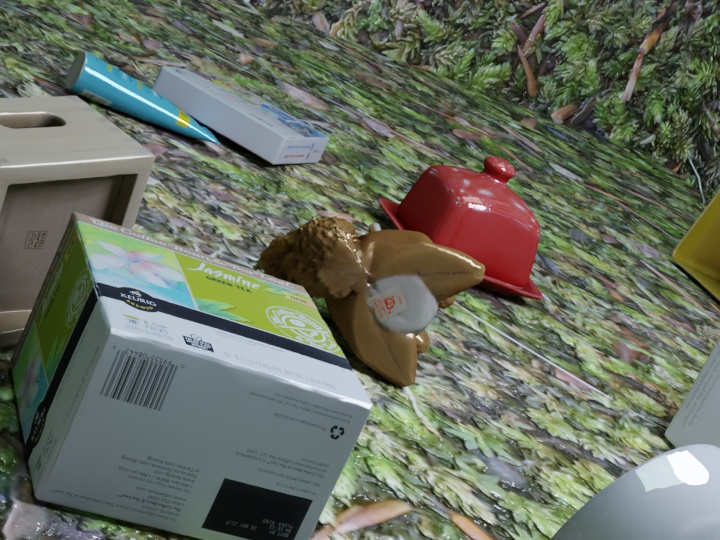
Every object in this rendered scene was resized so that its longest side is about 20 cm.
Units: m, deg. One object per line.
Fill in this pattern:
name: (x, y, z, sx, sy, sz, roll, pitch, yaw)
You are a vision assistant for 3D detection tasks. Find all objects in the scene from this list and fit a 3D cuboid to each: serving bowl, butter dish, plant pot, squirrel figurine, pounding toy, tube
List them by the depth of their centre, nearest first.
serving bowl: (0.203, 0.217, 1.117, 0.199, 0.201, 0.066, 9, 33, -47)
pounding toy: (-0.267, -0.038, 1.237, 0.142, 0.186, 0.199, 36, 27, 29)
squirrel figurine: (0.000, 0.000, 1.591, 0.198, 0.143, 0.187, 25, 9, -14)
tube: (-0.267, -0.206, 1.981, 0.199, 0.051, 0.078, 25, 15, -30)
butter dish: (0.149, -0.075, 2.030, 0.198, 0.149, 0.200, 20, 18, -24)
plant pot: (0.677, -0.024, 2.658, 0.175, 0.201, 0.200, 30, 12, -29)

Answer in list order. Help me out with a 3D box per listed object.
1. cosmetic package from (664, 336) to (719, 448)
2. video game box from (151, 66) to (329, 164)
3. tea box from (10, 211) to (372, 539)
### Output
cosmetic package: (0.477, 0.174, 1.734, 0.198, 0.166, 0.165, 19, 17, -29)
video game box: (-0.158, -0.206, 2.133, 0.199, 0.047, 0.182, 31, 15, 13)
tea box: (-0.126, 0.080, 1.130, 0.198, 0.135, 0.197, 18, 17, -26)
